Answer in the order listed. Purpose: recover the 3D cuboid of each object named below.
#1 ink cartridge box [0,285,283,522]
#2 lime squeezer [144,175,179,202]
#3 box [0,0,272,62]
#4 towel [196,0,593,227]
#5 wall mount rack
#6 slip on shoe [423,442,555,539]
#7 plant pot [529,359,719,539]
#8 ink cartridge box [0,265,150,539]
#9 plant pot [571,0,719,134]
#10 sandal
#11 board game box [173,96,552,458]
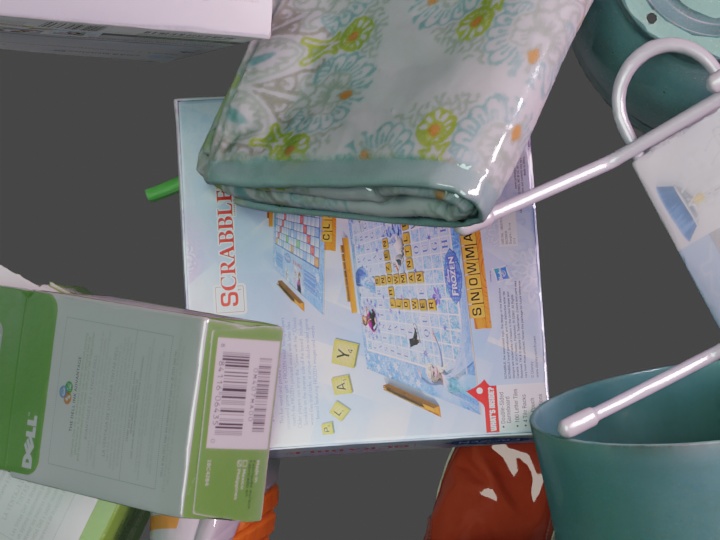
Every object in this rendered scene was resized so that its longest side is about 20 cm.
[{"bbox_3d":[-0.133,0.068,1.447,0.199,0.059,0.105,7,90,45],"label":"ink cartridge box"},{"bbox_3d":[-0.046,-0.106,1.540,0.070,0.038,0.201,35,97,10],"label":"lime squeezer"},{"bbox_3d":[-0.149,-0.143,1.455,0.155,0.200,0.042,3,88,-19],"label":"box"},{"bbox_3d":[0.018,-0.107,1.411,0.199,0.048,0.172,6,63,40],"label":"towel"},{"bbox_3d":[0.155,-0.012,1.353,0.173,0.074,0.201,-31,80,21],"label":"wall mount rack"},{"bbox_3d":[0.061,0.162,1.499,0.074,0.061,0.201,23,92,13],"label":"slip on shoe"},{"bbox_3d":[0.195,0.145,1.410,0.199,0.201,0.162,-5,99,11],"label":"plant pot"},{"bbox_3d":[-0.204,0.071,1.550,0.199,0.076,0.149,28,94,13],"label":"ink cartridge box"},{"bbox_3d":[0.198,-0.166,1.443,0.199,0.134,0.202,0,88,11],"label":"plant pot"},{"bbox_3d":[-0.083,0.118,1.526,0.059,0.079,0.208,10,79,25],"label":"sandal"},{"bbox_3d":[0.000,0.000,1.483,0.198,0.041,0.202,-3,79,-1],"label":"board game box"}]
